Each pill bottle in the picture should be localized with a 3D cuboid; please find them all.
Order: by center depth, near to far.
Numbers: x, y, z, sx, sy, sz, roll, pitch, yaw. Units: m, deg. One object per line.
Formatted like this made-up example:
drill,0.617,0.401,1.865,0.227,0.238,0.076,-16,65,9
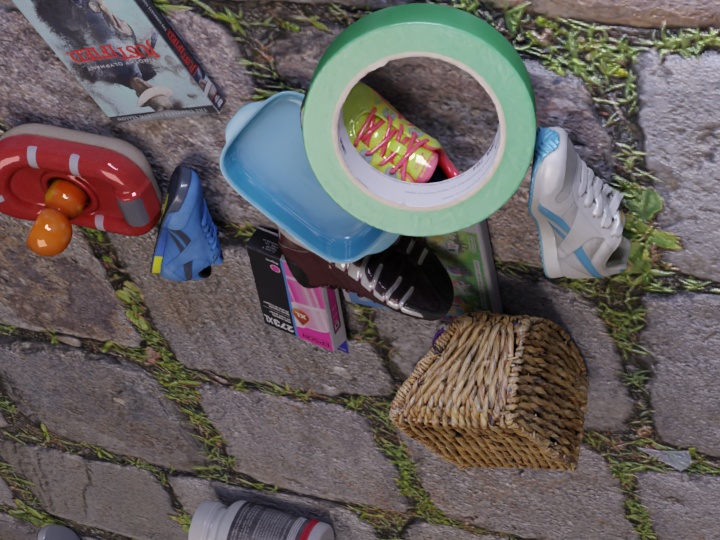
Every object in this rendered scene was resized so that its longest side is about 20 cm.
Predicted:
pill bottle,-0.149,0.404,2.302,0.200,0.111,0.111,13,147,17

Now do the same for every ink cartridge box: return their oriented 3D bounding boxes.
ink cartridge box,-0.069,0.034,1.754,0.095,0.037,0.200,21,152,20

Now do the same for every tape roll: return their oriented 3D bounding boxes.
tape roll,0.051,-0.127,1.336,0.200,0.048,0.201,2,121,4

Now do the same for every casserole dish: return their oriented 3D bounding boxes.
casserole dish,-0.043,-0.094,1.499,0.200,0.039,0.121,38,109,-18

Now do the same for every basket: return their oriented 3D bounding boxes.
basket,0.139,0.122,1.643,0.149,0.143,0.200,-2,158,31

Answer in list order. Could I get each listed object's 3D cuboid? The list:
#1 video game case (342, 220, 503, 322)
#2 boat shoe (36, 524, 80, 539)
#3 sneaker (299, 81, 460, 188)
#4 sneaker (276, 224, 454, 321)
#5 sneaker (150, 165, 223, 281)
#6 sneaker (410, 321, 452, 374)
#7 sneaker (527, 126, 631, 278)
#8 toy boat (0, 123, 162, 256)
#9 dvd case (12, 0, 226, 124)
video game case,0.051,-0.015,1.619,0.182,0.022,0.200,11,147,20
boat shoe,-0.517,0.510,2.751,0.070,0.071,0.200,-4,146,33
sneaker,0.031,-0.112,1.415,0.200,0.078,0.090,33,173,-35
sneaker,0.000,0.000,1.600,0.200,0.076,0.116,33,154,5
sneaker,-0.180,-0.049,1.691,0.078,0.066,0.200,13,150,-6
sneaker,0.097,0.130,1.745,0.080,0.089,0.200,26,148,-1
sneaker,0.198,-0.063,1.411,0.081,0.077,0.200,1,149,18
toy boat,-0.322,-0.073,1.674,0.200,0.131,0.131,11,146,20
dvd case,-0.238,-0.220,1.501,0.146,0.022,0.200,-1,142,35
